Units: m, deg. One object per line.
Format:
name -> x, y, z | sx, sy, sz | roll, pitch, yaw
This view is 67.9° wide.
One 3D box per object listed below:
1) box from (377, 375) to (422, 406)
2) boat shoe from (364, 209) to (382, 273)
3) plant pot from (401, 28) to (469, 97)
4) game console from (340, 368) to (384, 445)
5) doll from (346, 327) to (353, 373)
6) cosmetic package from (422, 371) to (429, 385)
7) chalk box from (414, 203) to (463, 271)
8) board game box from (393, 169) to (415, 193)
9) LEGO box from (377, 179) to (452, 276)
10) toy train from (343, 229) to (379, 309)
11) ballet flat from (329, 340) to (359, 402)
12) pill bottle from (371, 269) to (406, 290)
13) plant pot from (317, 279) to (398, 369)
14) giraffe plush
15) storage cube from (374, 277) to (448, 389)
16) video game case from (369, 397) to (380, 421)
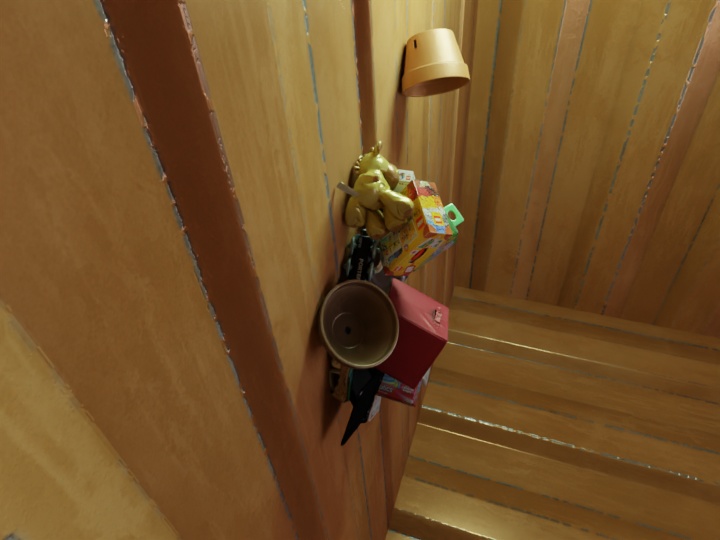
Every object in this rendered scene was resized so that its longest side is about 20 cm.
box -> 0.082, 0.337, 1.626 | 0.100, 0.196, 0.097 | 60, 46, -66
boat shoe -> 0.038, -0.094, 1.445 | 0.067, 0.072, 0.204 | 56, 37, -64
plant pot -> 0.206, -0.595, 1.531 | 0.200, 0.196, 0.144 | -22, 104, -71
game console -> -0.018, 0.328, 1.436 | 0.114, 0.177, 0.203 | -3, 127, -30
doll -> -0.025, 0.190, 1.430 | 0.136, 0.047, 0.205 | -37, 135, -66
cosmetic package -> 0.197, 0.319, 2.086 | 0.168, 0.163, 0.204 | 61, 43, -66
chalk box -> 0.195, -0.112, 1.498 | 0.198, 0.126, 0.124 | -35, 167, 0
board game box -> 0.092, -0.216, 1.443 | 0.200, 0.123, 0.035 | 53, 50, -70
LEGO box -> 0.122, -0.101, 1.319 | 0.200, 0.076, 0.152 | -46, -129, 47
toy train -> 0.000, 0.000, 1.354 | 0.114, 0.083, 0.205 | 63, 35, -86
ballet flat -> -0.046, 0.253, 1.351 | 0.071, 0.064, 0.204 | -66, 168, -60
pill bottle -> 0.102, -0.021, 1.626 | 0.200, 0.113, 0.118 | -46, 144, -64
plant pot -> -0.015, 0.131, 1.252 | 0.093, 0.198, 0.204 | -36, -147, 62
giraffe plush -> 0.034, -0.201, 1.264 | 0.200, 0.171, 0.165 | 41, 42, -32
storage cube -> 0.113, 0.159, 1.401 | 0.202, 0.177, 0.172 | -61, -176, 27
video game case -> 0.059, 0.426, 1.935 | 0.143, 0.017, 0.205 | -9, 109, -73
